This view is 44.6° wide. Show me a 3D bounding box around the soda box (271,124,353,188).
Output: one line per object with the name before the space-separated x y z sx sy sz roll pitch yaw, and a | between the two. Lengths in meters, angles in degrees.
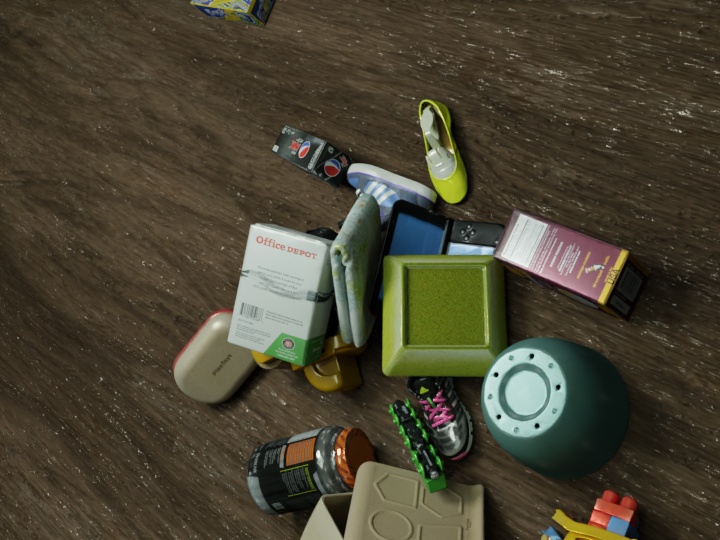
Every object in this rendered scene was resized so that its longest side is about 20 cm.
soda box | -0.094 -0.218 1.661 0.064 0.070 0.200 -60 33 3

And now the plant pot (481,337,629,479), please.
plant pot | 0.264 0.188 1.255 0.198 0.160 0.204 -11 69 31

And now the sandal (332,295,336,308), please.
sandal | -0.109 0.057 1.620 0.198 0.054 0.081 -28 61 17

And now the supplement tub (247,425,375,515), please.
supplement tub | -0.081 0.331 1.468 0.198 0.122 0.125 -19 64 28

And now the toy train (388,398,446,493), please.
toy train | 0.089 0.271 1.374 0.041 0.057 0.200 -19 27 -6

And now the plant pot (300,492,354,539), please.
plant pot | 0.006 0.472 1.328 0.178 0.198 0.201 -53 52 24

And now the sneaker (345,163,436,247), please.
sneaker | 0.030 -0.098 1.562 0.198 0.080 0.148 21 82 32

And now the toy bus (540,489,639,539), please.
toy bus | 0.300 0.391 1.191 0.198 0.136 0.194 7 65 38

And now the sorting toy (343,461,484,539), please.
sorting toy | 0.082 0.364 1.287 0.196 0.186 0.037 9 116 4

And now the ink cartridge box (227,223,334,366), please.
ink cartridge box | -0.121 0.035 1.438 0.144 0.083 0.203 16 99 18

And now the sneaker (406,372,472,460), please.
sneaker | 0.117 0.202 1.397 0.073 0.087 0.203 -27 61 24

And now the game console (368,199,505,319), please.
game console | 0.130 -0.001 1.438 0.170 0.118 0.203 8 79 36

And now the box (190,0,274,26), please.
box | -0.287 -0.602 1.965 0.198 0.064 0.071 21 86 38

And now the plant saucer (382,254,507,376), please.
plant saucer | 0.132 0.062 1.376 0.196 0.048 0.203 0 70 3

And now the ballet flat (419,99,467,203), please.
ballet flat | 0.137 -0.213 1.538 0.066 0.067 0.203 -22 63 26

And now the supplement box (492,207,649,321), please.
supplement box | 0.314 -0.010 1.318 0.199 0.110 0.087 26 90 38

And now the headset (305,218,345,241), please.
headset | -0.068 -0.027 1.561 0.093 0.125 0.199 24 50 39

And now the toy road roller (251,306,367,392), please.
toy road roller | -0.080 0.152 1.533 0.198 0.122 0.148 -25 73 25

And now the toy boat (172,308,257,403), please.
toy boat | -0.269 0.152 1.676 0.200 0.130 0.131 -48 21 14

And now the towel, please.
towel | 0.000 0.000 1.452 0.047 0.203 0.172 2 33 14
